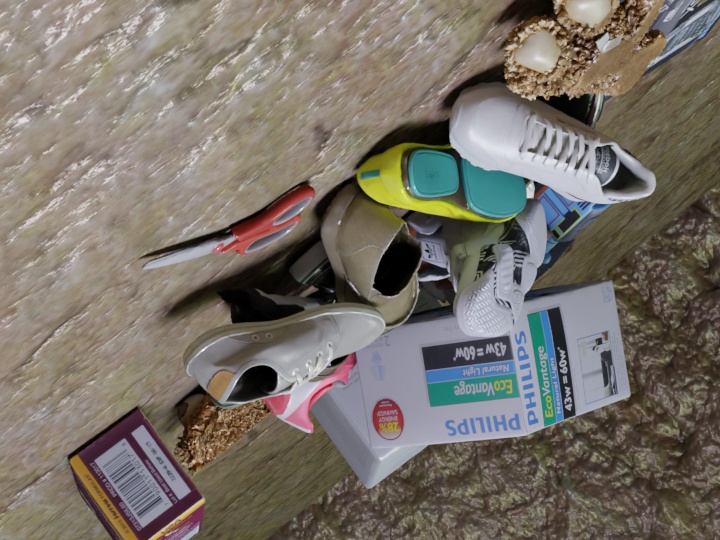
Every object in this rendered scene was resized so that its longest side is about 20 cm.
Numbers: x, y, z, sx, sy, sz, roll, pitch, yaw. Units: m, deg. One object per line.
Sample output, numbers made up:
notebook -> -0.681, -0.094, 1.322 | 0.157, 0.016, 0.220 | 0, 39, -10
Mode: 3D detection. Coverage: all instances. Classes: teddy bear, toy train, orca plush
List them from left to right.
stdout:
teddy bear -> -0.138, 0.144, 1.719 | 0.145, 0.067, 0.200 | -40, 178, 37
orca plush -> -0.063, 0.060, 1.454 | 0.104, 0.072, 0.200 | -8, 170, 2
toy train -> 0.171, -0.062, 1.705 | 0.200, 0.115, 0.086 | -45, 167, 32
teddy bear -> 0.176, -0.191, 1.305 | 0.199, 0.067, 0.146 | -16, 147, -52

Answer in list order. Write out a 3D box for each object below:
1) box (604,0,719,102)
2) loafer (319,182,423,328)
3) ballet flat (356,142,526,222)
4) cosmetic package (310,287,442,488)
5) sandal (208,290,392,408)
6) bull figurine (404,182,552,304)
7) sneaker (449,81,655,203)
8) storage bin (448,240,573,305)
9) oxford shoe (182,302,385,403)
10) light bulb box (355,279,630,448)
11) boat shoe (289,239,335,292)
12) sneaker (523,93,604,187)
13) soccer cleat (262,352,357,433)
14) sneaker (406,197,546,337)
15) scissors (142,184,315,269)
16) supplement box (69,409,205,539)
box -> 0.286, -0.246, 1.489 | 0.157, 0.050, 0.200 | -33, 169, -25
loafer -> 0.018, 0.001, 1.420 | 0.076, 0.067, 0.200 | -54, 153, -12
ballet flat -> 0.067, -0.075, 1.396 | 0.066, 0.068, 0.199 | -8, 173, 35
cosmetic package -> 0.032, 0.127, 1.903 | 0.167, 0.167, 0.200 | -35, 169, -13
sandal -> -0.056, 0.078, 1.590 | 0.199, 0.080, 0.058 | -27, 133, 5
bull figurine -> 0.119, -0.050, 1.627 | 0.199, 0.122, 0.065 | -34, -166, 15
sneaker -> 0.162, -0.106, 1.380 | 0.198, 0.080, 0.077 | 15, 95, -35
storage bin -> 0.167, -0.031, 1.888 | 0.135, 0.094, 0.200 | -34, 168, -22
oxford shoe -> -0.056, 0.072, 1.361 | 0.198, 0.058, 0.075 | -10, 145, -41
light bulb box -> 0.131, 0.092, 1.635 | 0.197, 0.126, 0.199 | -10, 180, 39
boat shoe -> 0.000, 0.000, 1.525 | 0.070, 0.066, 0.200 | -41, 170, 16
sneaker -> 0.133, -0.117, 1.467 | 0.115, 0.076, 0.200 | -20, 157, -36
soccer cleat -> -0.021, 0.070, 1.657 | 0.200, 0.076, 0.067 | -50, 171, -10
sneaker -> 0.091, -0.003, 1.460 | 0.114, 0.076, 0.200 | 1, -152, 23
scissors -> -0.105, -0.017, 1.241 | 0.199, 0.014, 0.073 | -30, 169, -45
supplement box -> -0.218, 0.224, 1.622 | 0.085, 0.111, 0.200 | -35, 170, -15
